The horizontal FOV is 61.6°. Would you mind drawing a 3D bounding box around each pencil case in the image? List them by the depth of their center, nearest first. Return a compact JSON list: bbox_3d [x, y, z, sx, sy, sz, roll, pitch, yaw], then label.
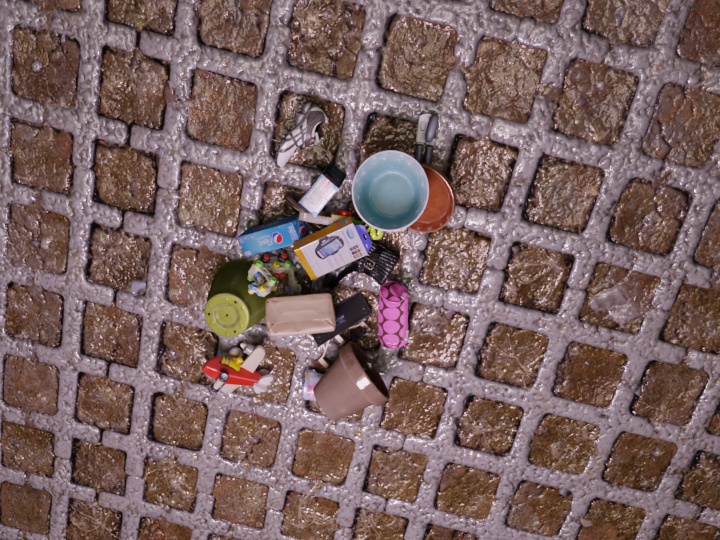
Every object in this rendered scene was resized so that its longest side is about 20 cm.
[{"bbox_3d":[0.099,0.131,1.735,0.093,0.091,0.202,26,139,32],"label":"pencil case"},{"bbox_3d":[-0.082,0.363,1.853,0.196,0.083,0.092,9,66,2],"label":"pencil case"}]

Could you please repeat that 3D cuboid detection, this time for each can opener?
[{"bbox_3d":[0.171,-0.322,1.629,0.052,0.067,0.203,8,113,3],"label":"can opener"}]

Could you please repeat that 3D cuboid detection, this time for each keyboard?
[{"bbox_3d":[-0.051,0.167,1.799,0.198,0.021,0.128,-32,78,10],"label":"keyboard"}]

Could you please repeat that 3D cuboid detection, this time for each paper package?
[{"bbox_3d":[-0.164,0.127,1.699,0.187,0.200,0.106,-4,83,-4],"label":"paper package"}]

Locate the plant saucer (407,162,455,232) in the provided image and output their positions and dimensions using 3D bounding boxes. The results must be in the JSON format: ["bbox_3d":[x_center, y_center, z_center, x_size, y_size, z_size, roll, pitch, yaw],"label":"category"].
[{"bbox_3d":[0.166,-0.200,1.647,0.197,0.032,0.203,15,127,21],"label":"plant saucer"}]

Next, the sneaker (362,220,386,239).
[{"bbox_3d":[0.033,-0.186,1.677,0.073,0.083,0.204,-7,90,25],"label":"sneaker"}]

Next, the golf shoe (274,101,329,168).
[{"bbox_3d":[-0.161,-0.352,1.632,0.094,0.078,0.201,32,108,-7],"label":"golf shoe"}]

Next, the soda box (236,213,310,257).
[{"bbox_3d":[-0.244,-0.098,1.690,0.197,0.068,0.065,-12,112,28],"label":"soda box"}]

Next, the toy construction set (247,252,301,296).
[{"bbox_3d":[-0.240,0.020,1.717,0.092,0.199,0.132,-43,61,23],"label":"toy construction set"}]

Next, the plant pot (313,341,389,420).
[{"bbox_3d":[-0.039,0.335,1.734,0.174,0.200,0.201,-36,102,4],"label":"plant pot"}]

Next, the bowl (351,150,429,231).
[{"bbox_3d":[0.080,-0.203,1.573,0.197,0.105,0.205,0,92,6],"label":"bowl"}]

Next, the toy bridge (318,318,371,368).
[{"bbox_3d":[-0.056,0.209,1.830,0.200,0.027,0.067,-43,99,14],"label":"toy bridge"}]

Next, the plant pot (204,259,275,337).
[{"bbox_3d":[-0.357,0.094,1.727,0.196,0.193,0.204,1,108,3],"label":"plant pot"}]

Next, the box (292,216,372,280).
[{"bbox_3d":[-0.071,-0.064,1.638,0.197,0.042,0.120,-25,131,2],"label":"box"}]

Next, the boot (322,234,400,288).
[{"bbox_3d":[0.000,0.000,1.732,0.157,0.080,0.212,36,106,-7],"label":"boot"}]

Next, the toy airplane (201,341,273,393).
[{"bbox_3d":[-0.362,0.299,1.837,0.197,0.143,0.200,-17,144,0],"label":"toy airplane"}]

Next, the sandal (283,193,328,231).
[{"bbox_3d":[-0.129,-0.155,1.704,0.199,0.082,0.055,41,84,-2],"label":"sandal"}]

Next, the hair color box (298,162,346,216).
[{"bbox_3d":[-0.098,-0.219,1.605,0.060,0.200,0.100,39,106,-9],"label":"hair color box"}]

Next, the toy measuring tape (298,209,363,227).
[{"bbox_3d":[-0.083,-0.137,1.651,0.197,0.074,0.075,7,110,-25],"label":"toy measuring tape"}]
